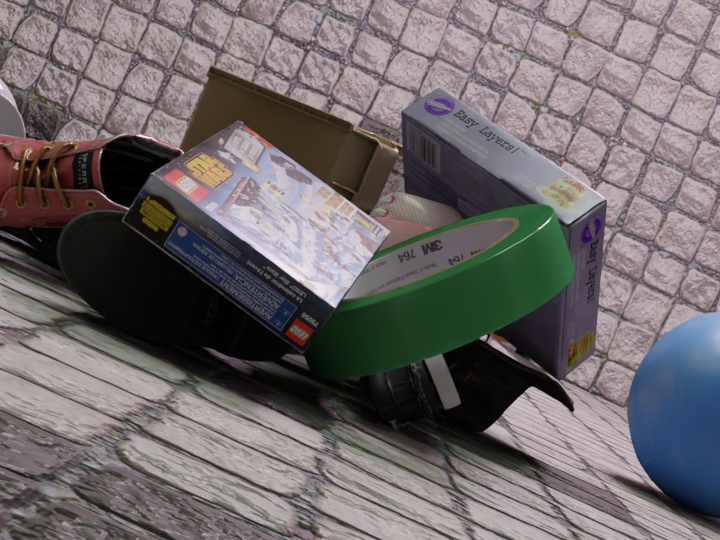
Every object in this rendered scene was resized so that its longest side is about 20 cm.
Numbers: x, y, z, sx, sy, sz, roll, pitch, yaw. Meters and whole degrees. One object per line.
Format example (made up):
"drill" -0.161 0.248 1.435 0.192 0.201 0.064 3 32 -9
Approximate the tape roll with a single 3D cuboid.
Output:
"tape roll" 0.049 0.013 1.082 0.200 0.199 0.048 -90 159 -79

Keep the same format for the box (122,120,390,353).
"box" -0.061 -0.028 1.008 0.137 0.040 0.200 37 18 0

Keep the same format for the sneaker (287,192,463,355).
"sneaker" 0.000 0.000 1.229 0.199 0.105 0.075 -11 -25 -8

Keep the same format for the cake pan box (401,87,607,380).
"cake pan box" 0.111 -0.031 1.272 0.200 0.052 0.185 37 -33 34

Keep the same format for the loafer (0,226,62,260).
"loafer" -0.242 -0.054 1.188 0.199 0.073 0.071 23 0 18

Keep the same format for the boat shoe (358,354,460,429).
"boat shoe" 0.027 0.074 1.135 0.060 0.076 0.200 -21 -3 -3

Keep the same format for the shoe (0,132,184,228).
"shoe" -0.212 -0.065 1.047 0.199 0.072 0.091 5 -14 -37

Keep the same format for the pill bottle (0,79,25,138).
"pill bottle" -0.360 -0.131 1.326 0.113 0.114 0.200 23 1 -35

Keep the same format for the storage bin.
"storage bin" -0.078 -0.053 1.384 0.198 0.201 0.094 25 3 30

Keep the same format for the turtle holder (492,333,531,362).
"turtle holder" 0.109 0.074 1.599 0.131 0.186 0.141 24 33 22

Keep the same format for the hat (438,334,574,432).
"hat" 0.085 0.084 1.328 0.200 0.081 0.201 35 0 0

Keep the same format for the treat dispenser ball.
"treat dispenser ball" 0.361 0.142 1.515 0.200 0.202 0.201 24 2 -1

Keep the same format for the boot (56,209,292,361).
"boot" -0.151 0.006 1.052 0.199 0.070 0.174 28 -7 -37
